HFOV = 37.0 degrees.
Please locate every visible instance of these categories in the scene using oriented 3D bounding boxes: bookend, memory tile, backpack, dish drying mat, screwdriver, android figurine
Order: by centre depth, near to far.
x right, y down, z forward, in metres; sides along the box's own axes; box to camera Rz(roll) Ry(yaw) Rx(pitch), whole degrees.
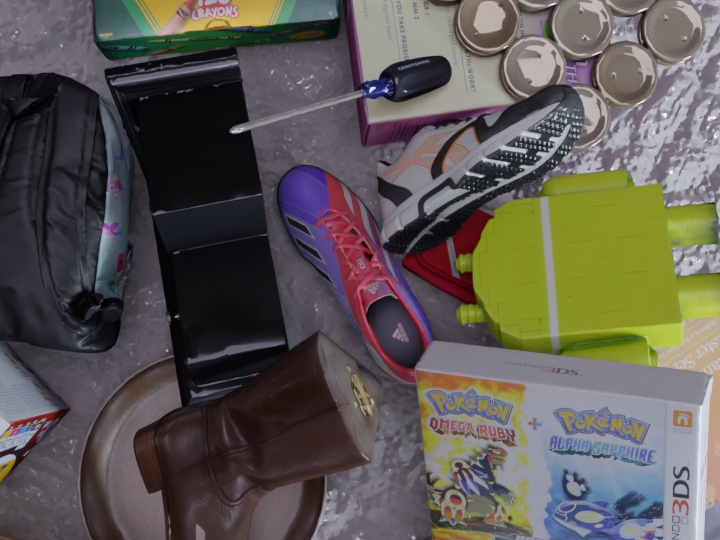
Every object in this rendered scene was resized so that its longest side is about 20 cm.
[{"bbox_3d":[-0.012,-0.124,0.746,0.198,0.028,0.030,-17,79,-36],"label":"screwdriver"},{"bbox_3d":[-0.109,-0.017,0.772,0.090,0.199,0.204,-11,76,-6],"label":"bookend"},{"bbox_3d":[0.166,0.002,0.790,0.196,0.041,0.185,-8,55,12],"label":"android figurine"},{"bbox_3d":[0.149,-0.202,0.811,0.153,0.017,0.200,-42,90,-5],"label":"memory tile"},{"bbox_3d":[-0.246,-0.047,0.820,0.163,0.127,0.204,8,88,-3],"label":"backpack"},{"bbox_3d":[0.127,0.007,0.836,0.198,0.018,0.077,28,70,32],"label":"dish drying mat"}]

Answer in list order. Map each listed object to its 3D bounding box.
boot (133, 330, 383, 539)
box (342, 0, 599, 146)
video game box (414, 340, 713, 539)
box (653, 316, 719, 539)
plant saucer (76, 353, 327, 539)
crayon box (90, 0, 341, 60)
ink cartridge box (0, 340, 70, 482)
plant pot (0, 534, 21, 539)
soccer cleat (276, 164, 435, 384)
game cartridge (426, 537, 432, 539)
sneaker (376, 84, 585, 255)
[{"bbox_3d":[-0.054,0.160,0.772,0.198,0.064,0.189,-26,91,23],"label":"boot"},{"bbox_3d":[0.086,-0.208,0.865,0.196,0.097,0.180,-8,86,-3],"label":"box"},{"bbox_3d":[0.142,0.148,0.756,0.196,0.047,0.185,5,115,24],"label":"video game box"},{"bbox_3d":[0.248,0.137,0.843,0.151,0.106,0.202,-32,88,-5],"label":"box"},{"bbox_3d":[-0.125,0.166,0.859,0.196,0.032,0.205,0,85,-4],"label":"plant saucer"},{"bbox_3d":[-0.119,-0.246,0.875,0.196,0.058,0.121,-6,86,-3],"label":"crayon box"},{"bbox_3d":[-0.313,0.139,0.766,0.084,0.200,0.176,43,85,0],"label":"ink cartridge box"},{"bbox_3d":[-0.251,0.297,0.764,0.197,0.201,0.185,22,77,-1],"label":"plant pot"},{"bbox_3d":[0.000,0.000,0.856,0.068,0.073,0.202,-31,88,-4],"label":"soccer cleat"},{"bbox_3d":[0.107,0.263,0.864,0.197,0.038,0.131,-26,84,-4],"label":"game cartridge"},{"bbox_3d":[0.079,-0.089,0.808,0.199,0.073,0.081,-32,60,37],"label":"sneaker"}]
